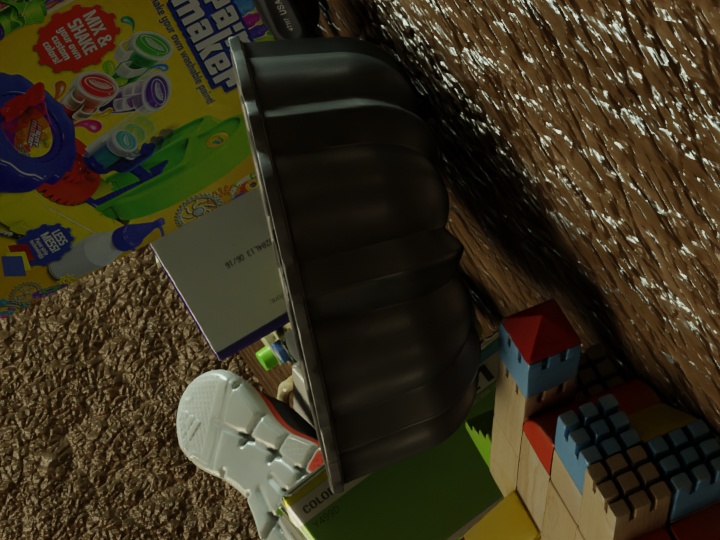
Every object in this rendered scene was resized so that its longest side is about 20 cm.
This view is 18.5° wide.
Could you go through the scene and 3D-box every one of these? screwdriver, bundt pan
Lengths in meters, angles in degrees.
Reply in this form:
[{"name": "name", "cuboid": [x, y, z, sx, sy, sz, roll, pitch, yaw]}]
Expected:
[{"name": "screwdriver", "cuboid": [-0.014, -0.090, 1.057, 0.028, 0.029, 0.200, 48, 174, 43]}, {"name": "bundt pan", "cuboid": [0.001, -0.010, 0.949, 0.202, 0.076, 0.202, 166, 90, -87]}]

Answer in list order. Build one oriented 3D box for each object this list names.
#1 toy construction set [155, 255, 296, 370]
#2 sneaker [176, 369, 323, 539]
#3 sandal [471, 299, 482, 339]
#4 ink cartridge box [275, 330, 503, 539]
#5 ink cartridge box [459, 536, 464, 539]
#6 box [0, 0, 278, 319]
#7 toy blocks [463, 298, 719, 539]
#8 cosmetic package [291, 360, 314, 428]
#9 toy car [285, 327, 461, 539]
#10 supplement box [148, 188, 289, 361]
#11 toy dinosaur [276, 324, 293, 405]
[{"name": "toy construction set", "cuboid": [-0.082, 0.009, 1.763, 0.131, 0.092, 0.200, 50, -177, 32]}, {"name": "sneaker", "cuboid": [-0.026, 0.131, 1.319, 0.082, 0.077, 0.200, 17, -155, -53]}, {"name": "sandal", "cuboid": [0.000, 0.000, 1.198, 0.200, 0.079, 0.087, 33, 145, 62]}, {"name": "ink cartridge box", "cuboid": [0.036, 0.104, 1.136, 0.076, 0.148, 0.200, 53, 173, 4]}, {"name": "ink cartridge box", "cuboid": [0.127, 0.212, 1.326, 0.200, 0.067, 0.116, 34, 160, 54]}, {"name": "box", "cuboid": [-0.147, -0.112, 1.077, 0.122, 0.193, 0.200, 62, 180, 36]}, {"name": "toy blocks", "cuboid": [0.111, 0.100, 0.911, 0.137, 0.100, 0.200, 89, 156, -56]}, {"name": "cosmetic package", "cuboid": [0.019, 0.092, 1.350, 0.113, 0.081, 0.200, 53, 172, 5]}, {"name": "toy car", "cuboid": [-0.010, 0.129, 1.649, 0.200, 0.158, 0.164, 66, 161, 4]}, {"name": "supplement box", "cuboid": [-0.081, -0.029, 1.393, 0.103, 0.101, 0.200, 60, 176, -12]}, {"name": "toy dinosaur", "cuboid": [-0.019, 0.063, 1.557, 0.058, 0.101, 0.200, 15, -174, -39]}]
